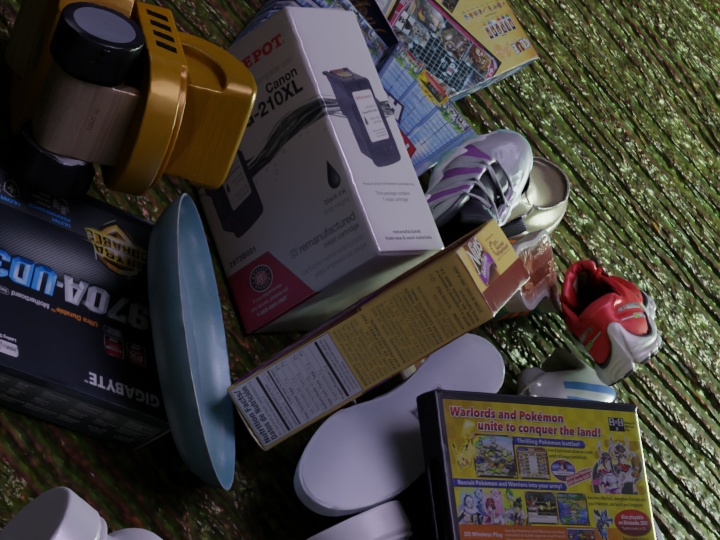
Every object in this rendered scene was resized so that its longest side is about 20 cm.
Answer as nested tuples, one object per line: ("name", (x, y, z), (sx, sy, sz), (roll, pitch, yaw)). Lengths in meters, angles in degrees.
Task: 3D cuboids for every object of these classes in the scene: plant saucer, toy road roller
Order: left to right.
("toy road roller", (-0.155, -0.128, 1.598), (0.145, 0.123, 0.200), (13, 29, -21))
("plant saucer", (-0.114, 0.049, 1.592), (0.200, 0.027, 0.201), (-9, 90, -87))

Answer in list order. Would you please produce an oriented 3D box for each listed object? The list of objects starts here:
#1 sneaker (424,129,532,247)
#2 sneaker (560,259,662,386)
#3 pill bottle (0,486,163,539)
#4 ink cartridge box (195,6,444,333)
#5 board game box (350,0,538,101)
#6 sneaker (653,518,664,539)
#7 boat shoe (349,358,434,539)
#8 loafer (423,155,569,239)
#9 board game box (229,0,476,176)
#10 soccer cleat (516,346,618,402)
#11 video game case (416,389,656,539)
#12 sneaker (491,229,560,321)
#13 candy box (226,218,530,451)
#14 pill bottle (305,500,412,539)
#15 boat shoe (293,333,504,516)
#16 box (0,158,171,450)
("sneaker", (0.093, -0.042, 1.837), (0.200, 0.140, 0.078), (-46, 109, -25))
("sneaker", (0.199, 0.025, 1.962), (0.085, 0.077, 0.200), (55, 2, -13))
("pill bottle", (-0.136, 0.227, 1.436), (0.200, 0.119, 0.120), (44, 38, -19))
("ink cartridge box", (-0.044, -0.074, 1.746), (0.084, 0.144, 0.201), (-2, 66, -51))
("board game box", (0.068, -0.217, 2.084), (0.200, 0.035, 0.136), (-27, 87, -55))
("sneaker", (0.210, 0.264, 1.860), (0.199, 0.115, 0.080), (43, 30, 11))
("boat shoe", (0.045, 0.125, 1.775), (0.074, 0.075, 0.201), (7, 61, -53))
("loafer", (0.122, -0.067, 1.996), (0.076, 0.068, 0.200), (43, 32, 19))
("board game box", (-0.016, -0.122, 1.889), (0.200, 0.062, 0.200), (49, 35, -14))
("soccer cleat", (0.145, 0.129, 1.909), (0.086, 0.070, 0.200), (46, 31, 0))
("video game case", (0.129, 0.178, 1.645), (0.199, 0.025, 0.182), (6, 70, -40))
("sneaker", (0.113, 0.006, 1.951), (0.200, 0.079, 0.072), (1, 81, -74))
("candy box", (0.014, 0.045, 1.666), (0.057, 0.199, 0.117), (59, 21, -2))
("pill bottle", (0.030, 0.265, 1.618), (0.112, 0.112, 0.201), (-13, 76, -54))
("boat shoe", (0.020, 0.116, 1.675), (0.074, 0.068, 0.199), (43, 52, 5))
("box", (-0.212, 0.016, 1.560), (0.199, 0.046, 0.160), (24, 48, -40))
